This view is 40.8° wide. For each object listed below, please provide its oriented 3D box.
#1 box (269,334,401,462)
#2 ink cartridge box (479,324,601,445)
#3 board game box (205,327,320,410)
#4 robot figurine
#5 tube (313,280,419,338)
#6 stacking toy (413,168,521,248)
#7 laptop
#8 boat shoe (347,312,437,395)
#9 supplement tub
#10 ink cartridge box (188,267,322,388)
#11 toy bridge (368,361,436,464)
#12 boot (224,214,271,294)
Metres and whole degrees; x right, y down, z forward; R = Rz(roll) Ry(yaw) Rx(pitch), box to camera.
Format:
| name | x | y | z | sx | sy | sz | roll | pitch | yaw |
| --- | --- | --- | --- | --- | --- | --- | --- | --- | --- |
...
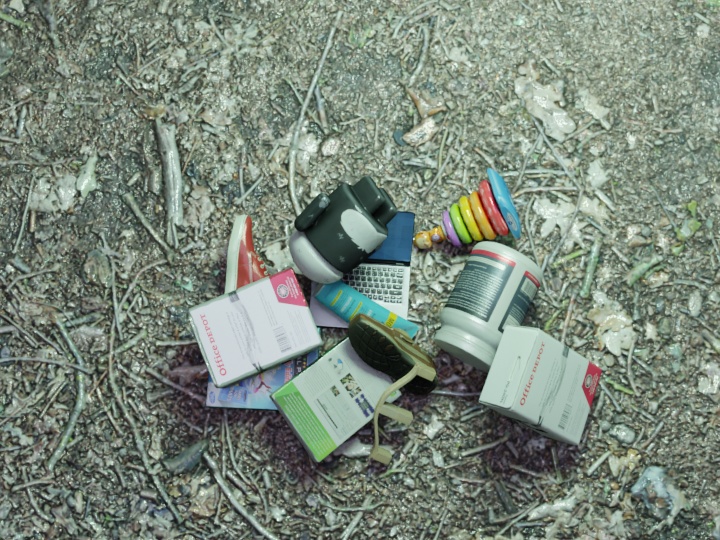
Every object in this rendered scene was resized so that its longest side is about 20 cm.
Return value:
| name | x | y | z | sx | sy | sz | roll | pitch | yaw |
| --- | --- | --- | --- | --- | --- | --- | --- | --- | --- |
| box | -0.044 | 0.222 | 1.722 | 0.199 | 0.036 | 0.145 | -36 | 91 | -21 |
| ink cartridge box | 0.314 | 0.199 | 1.679 | 0.199 | 0.083 | 0.147 | 30 | 77 | -36 |
| board game box | -0.175 | 0.177 | 1.760 | 0.197 | 0.047 | 0.153 | 2 | 79 | 1 |
| robot figurine | -0.033 | -0.069 | 1.673 | 0.200 | 0.125 | 0.150 | -42 | 98 | 12 |
| tube | 0.007 | 0.081 | 1.758 | 0.199 | 0.050 | 0.078 | 34 | 104 | -12 |
| stacking toy | 0.189 | -0.088 | 1.791 | 0.198 | 0.116 | 0.111 | -23 | 41 | 13 |
| laptop | 0.000 | 0.000 | 1.760 | 0.184 | 0.116 | 0.203 | 4 | 78 | 2 |
| boat shoe | 0.059 | 0.142 | 1.730 | 0.200 | 0.074 | 0.075 | 41 | 123 | -20 |
| supplement tub | 0.227 | 0.064 | 1.732 | 0.139 | 0.140 | 0.202 | 27 | 80 | 6 |
| ink cartridge box | -0.183 | 0.103 | 1.696 | 0.198 | 0.083 | 0.147 | -22 | 84 | -4 |
| toy bridge | 0.060 | 0.250 | 1.706 | 0.067 | 0.027 | 0.202 | 24 | 105 | -12 |
| boot | -0.175 | 0.000 | 1.787 | 0.142 | 0.072 | 0.203 | 3 | 86 | 1 |
